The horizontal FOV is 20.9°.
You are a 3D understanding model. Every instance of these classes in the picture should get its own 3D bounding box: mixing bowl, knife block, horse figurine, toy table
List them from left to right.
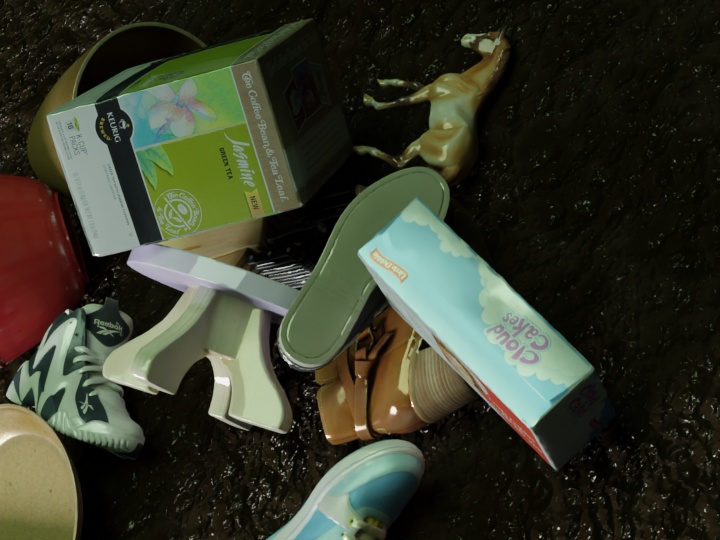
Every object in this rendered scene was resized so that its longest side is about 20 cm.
[{"bbox_3d":[-0.334,-0.016,1.922,0.108,0.201,0.200,-19,45,-2],"label":"mixing bowl"},{"bbox_3d":[-0.125,0.059,1.656,0.199,0.184,0.118,12,78,40],"label":"toy table"},{"bbox_3d":[-0.091,-0.042,1.797,0.176,0.064,0.200,-50,41,1],"label":"knife block"},{"bbox_3d":[0.062,-0.125,1.721,0.132,0.050,0.201,-4,50,20],"label":"horse figurine"}]

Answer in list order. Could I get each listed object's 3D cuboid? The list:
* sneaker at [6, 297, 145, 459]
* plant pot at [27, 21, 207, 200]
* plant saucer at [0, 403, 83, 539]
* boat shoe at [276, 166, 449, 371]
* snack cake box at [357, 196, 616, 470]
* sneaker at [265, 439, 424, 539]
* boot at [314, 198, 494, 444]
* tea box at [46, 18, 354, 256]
[{"bbox_3d":[-0.246,0.092,1.826,0.199,0.079,0.130,19,84,57],"label":"sneaker"},{"bbox_3d":[-0.247,-0.135,1.933,0.200,0.186,0.187,-9,55,54],"label":"plant pot"},{"bbox_3d":[-0.316,0.223,1.791,0.200,0.035,0.201,-5,82,39],"label":"plant saucer"},{"bbox_3d":[0.000,0.000,1.584,0.073,0.063,0.200,35,72,7],"label":"boat shoe"},{"bbox_3d":[0.095,0.048,1.473,0.067,0.115,0.200,-42,64,-5],"label":"snack cake box"},{"bbox_3d":[-0.007,0.235,1.518,0.200,0.079,0.131,-48,39,18],"label":"sneaker"},{"bbox_3d":[0.031,0.043,1.625,0.154,0.074,0.201,-23,46,33],"label":"boot"},{"bbox_3d":[-0.131,-0.118,1.687,0.196,0.134,0.200,-14,13,17],"label":"tea box"}]
